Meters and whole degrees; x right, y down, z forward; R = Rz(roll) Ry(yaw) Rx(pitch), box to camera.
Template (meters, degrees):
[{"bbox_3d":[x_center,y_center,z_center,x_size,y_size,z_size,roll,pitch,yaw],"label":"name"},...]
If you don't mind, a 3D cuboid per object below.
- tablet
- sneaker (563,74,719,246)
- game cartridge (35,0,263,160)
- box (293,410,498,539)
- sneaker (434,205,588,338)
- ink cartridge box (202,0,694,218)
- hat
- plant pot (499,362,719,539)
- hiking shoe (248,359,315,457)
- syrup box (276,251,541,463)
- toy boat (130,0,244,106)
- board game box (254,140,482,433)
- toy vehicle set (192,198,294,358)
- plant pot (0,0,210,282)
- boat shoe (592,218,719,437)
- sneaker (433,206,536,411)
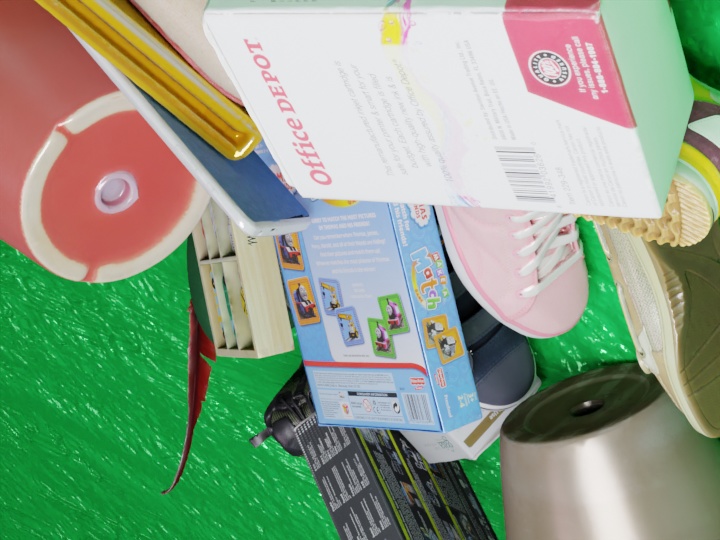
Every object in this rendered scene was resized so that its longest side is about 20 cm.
[{"bbox_3d":[-0.112,-0.098,1.261,0.200,0.014,0.130,49,-167,8],"label":"tablet"},{"bbox_3d":[0.125,-0.080,1.101,0.199,0.090,0.075,27,148,35],"label":"sneaker"},{"bbox_3d":[-0.144,-0.168,1.277,0.176,0.032,0.200,39,-167,-31],"label":"game cartridge"},{"bbox_3d":[0.047,0.195,1.440,0.160,0.044,0.201,30,-153,-49],"label":"box"},{"bbox_3d":[0.099,-0.036,1.227,0.104,0.075,0.201,15,139,56],"label":"sneaker"},{"bbox_3d":[0.046,-0.104,1.001,0.199,0.086,0.148,6,146,25],"label":"ink cartridge box"},{"bbox_3d":[-0.114,0.036,1.544,0.200,0.176,0.165,52,154,-18],"label":"hat"},{"bbox_3d":[0.168,0.161,1.328,0.200,0.199,0.174,1,116,56],"label":"plant pot"},{"bbox_3d":[-0.014,0.105,1.595,0.076,0.101,0.200,47,155,-9],"label":"hiking shoe"},{"bbox_3d":[0.024,0.037,1.449,0.200,0.081,0.079,47,161,-9],"label":"syrup box"},{"bbox_3d":[-0.068,-0.186,1.229,0.200,0.130,0.131,47,-174,-4],"label":"toy boat"},{"bbox_3d":[0.000,0.000,1.318,0.151,0.036,0.201,-3,103,58],"label":"board game box"},{"bbox_3d":[-0.091,-0.041,1.427,0.124,0.026,0.201,172,87,-73],"label":"toy vehicle set"},{"bbox_3d":[-0.197,-0.095,1.389,0.177,0.200,0.201,45,162,44],"label":"plant pot"},{"bbox_3d":[0.174,0.005,1.188,0.063,0.073,0.201,21,145,53],"label":"boat shoe"},{"bbox_3d":[0.051,0.011,1.372,0.200,0.078,0.079,50,161,-9],"label":"sneaker"}]
